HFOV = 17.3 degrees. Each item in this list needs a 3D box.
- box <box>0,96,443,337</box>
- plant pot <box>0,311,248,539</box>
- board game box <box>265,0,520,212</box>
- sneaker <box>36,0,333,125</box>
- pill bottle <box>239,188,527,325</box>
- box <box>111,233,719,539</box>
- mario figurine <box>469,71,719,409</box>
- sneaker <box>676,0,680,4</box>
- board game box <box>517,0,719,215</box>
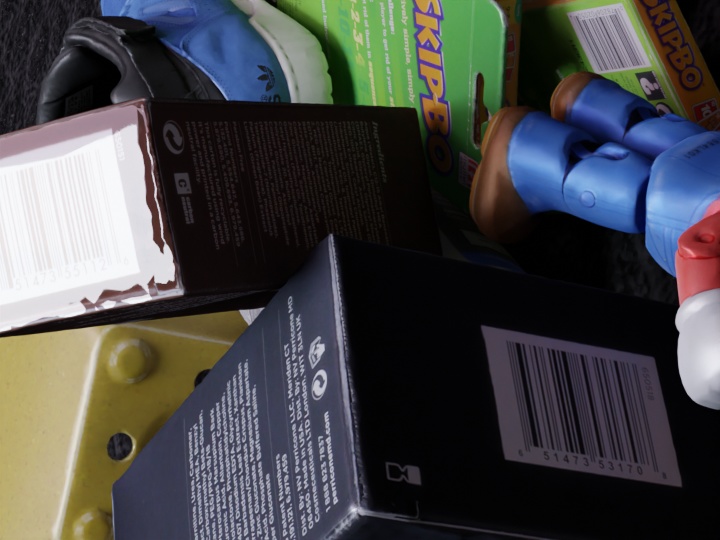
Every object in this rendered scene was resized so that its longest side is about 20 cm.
[{"bbox_3d":[-0.060,-0.021,0.903,0.100,0.200,0.075,-12,88,30],"label":"box"},{"bbox_3d":[-0.115,0.074,1.186,0.200,0.195,0.195,20,98,64],"label":"plant pot"},{"bbox_3d":[0.013,-0.100,1.014,0.200,0.030,0.096,42,138,52],"label":"board game box"},{"bbox_3d":[-0.105,-0.097,1.080,0.200,0.111,0.077,41,137,51],"label":"sneaker"},{"bbox_3d":[0.000,0.000,1.075,0.200,0.113,0.114,53,126,49],"label":"pill bottle"},{"bbox_3d":[0.032,0.099,0.903,0.200,0.196,0.118,-48,40,45],"label":"box"},{"bbox_3d":[0.135,0.000,0.838,0.200,0.106,0.124,23,72,40],"label":"mario figurine"},{"bbox_3d":[0.102,-0.154,0.965,0.200,0.104,0.060,-53,38,40],"label":"sneaker"},{"bbox_3d":[0.082,-0.070,1.000,0.200,0.030,0.096,-3,118,60],"label":"board game box"}]
